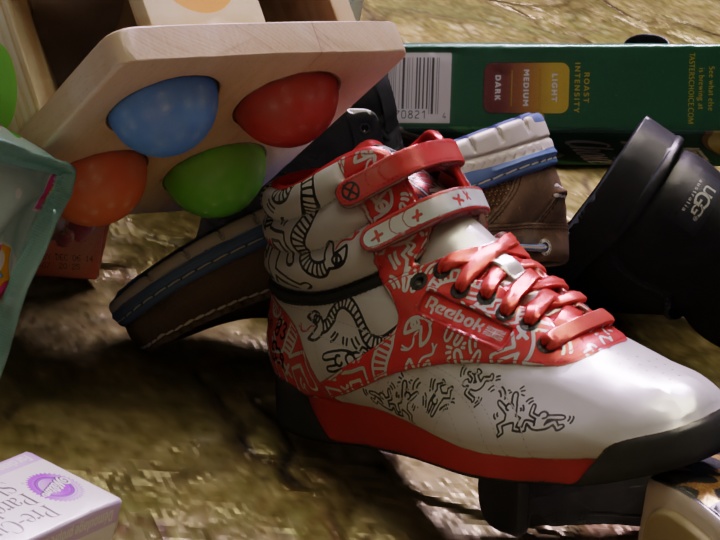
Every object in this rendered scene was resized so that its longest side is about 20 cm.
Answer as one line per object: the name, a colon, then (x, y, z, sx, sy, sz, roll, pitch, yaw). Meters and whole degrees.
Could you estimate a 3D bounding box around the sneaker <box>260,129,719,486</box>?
sneaker: (0.038, 0.009, 0.786, 0.067, 0.109, 0.201, -16, 14, -42)

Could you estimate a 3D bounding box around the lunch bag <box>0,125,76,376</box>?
lunch bag: (-0.218, -0.032, 0.733, 0.170, 0.122, 0.200, 23, 3, 26)

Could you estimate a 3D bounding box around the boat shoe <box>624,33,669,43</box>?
boat shoe: (0.159, -0.105, 1.323, 0.199, 0.066, 0.074, -4, 27, -42)

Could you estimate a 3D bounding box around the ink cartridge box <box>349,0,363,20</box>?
ink cartridge box: (-0.043, -0.158, 1.079, 0.084, 0.201, 0.146, 16, 43, 5)

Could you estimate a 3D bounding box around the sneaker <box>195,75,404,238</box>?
sneaker: (0.002, -0.038, 0.976, 0.199, 0.105, 0.060, 14, 17, -3)

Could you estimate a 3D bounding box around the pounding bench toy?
pounding bench toy: (-0.101, -0.086, 0.872, 0.124, 0.200, 0.157, -6, 69, -38)

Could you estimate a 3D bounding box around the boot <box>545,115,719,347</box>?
boot: (0.164, 0.014, 0.986, 0.162, 0.073, 0.198, 36, -10, 3)

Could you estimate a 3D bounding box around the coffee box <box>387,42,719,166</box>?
coffee box: (0.090, -0.076, 1.057, 0.199, 0.044, 0.123, 1, -5, 14)

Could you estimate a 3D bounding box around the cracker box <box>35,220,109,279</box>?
cracker box: (-0.200, -0.064, 0.972, 0.133, 0.058, 0.200, 4, 22, -30)

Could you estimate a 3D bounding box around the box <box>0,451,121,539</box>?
box: (-0.141, 0.097, 0.615, 0.041, 0.039, 0.200, 25, 22, 25)

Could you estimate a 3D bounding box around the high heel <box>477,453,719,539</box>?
high heel: (0.150, 0.096, 0.772, 0.142, 0.072, 0.200, -3, 19, -30)

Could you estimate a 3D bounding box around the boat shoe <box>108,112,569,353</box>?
boat shoe: (0.000, 0.000, 0.903, 0.199, 0.073, 0.072, -21, -1, -18)
